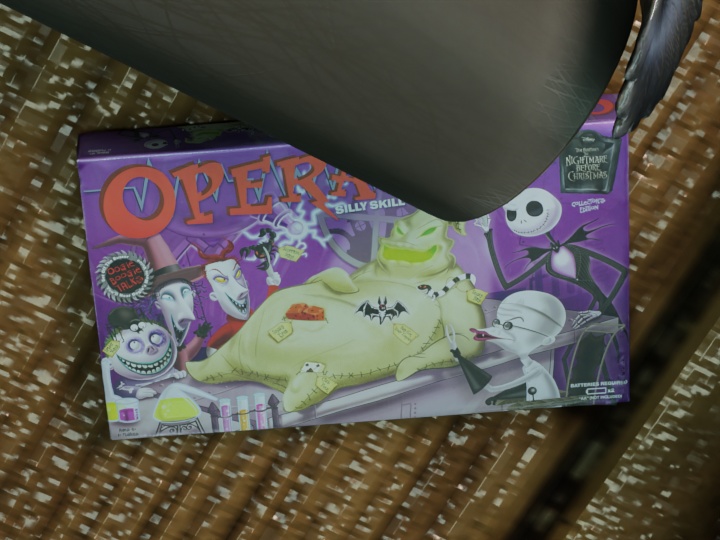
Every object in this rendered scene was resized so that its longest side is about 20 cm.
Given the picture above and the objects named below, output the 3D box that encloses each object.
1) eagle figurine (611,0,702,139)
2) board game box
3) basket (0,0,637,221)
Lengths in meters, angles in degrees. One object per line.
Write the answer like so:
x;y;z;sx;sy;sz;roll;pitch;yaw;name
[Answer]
0.102;-0.162;0.728;0.200;0.151;0.152;-41;77;14;eagle figurine
0.000;0.000;0.906;0.198;0.032;0.121;-5;114;0;board game box
-0.019;-0.113;0.783;0.199;0.137;0.180;31;140;-23;basket
